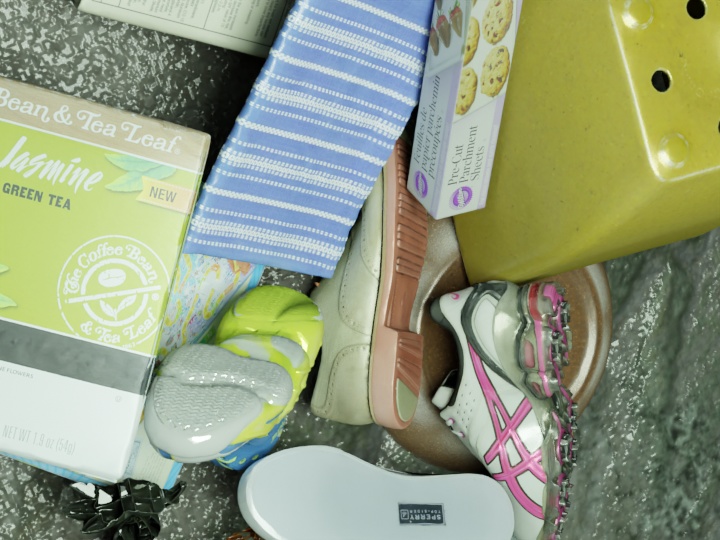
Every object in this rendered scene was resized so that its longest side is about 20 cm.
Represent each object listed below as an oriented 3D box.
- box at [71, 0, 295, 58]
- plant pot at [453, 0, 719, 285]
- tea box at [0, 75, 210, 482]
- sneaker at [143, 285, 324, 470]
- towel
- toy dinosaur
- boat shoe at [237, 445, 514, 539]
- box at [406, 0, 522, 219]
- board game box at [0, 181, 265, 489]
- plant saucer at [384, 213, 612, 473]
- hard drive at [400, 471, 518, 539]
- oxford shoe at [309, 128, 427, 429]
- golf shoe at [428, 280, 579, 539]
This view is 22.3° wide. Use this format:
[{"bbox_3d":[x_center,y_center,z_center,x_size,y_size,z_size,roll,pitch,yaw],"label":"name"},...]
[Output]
[{"bbox_3d":[-0.071,-0.185,1.099,0.199,0.078,0.095,13,110,-26],"label":"box"},{"bbox_3d":[0.169,-0.110,1.144,0.193,0.200,0.197,-15,89,-22],"label":"plant pot"},{"bbox_3d":[-0.205,-0.006,1.018,0.199,0.134,0.198,14,88,-9],"label":"tea box"},{"bbox_3d":[-0.075,0.088,1.076,0.075,0.200,0.106,21,116,13],"label":"sneaker"},{"bbox_3d":[-0.018,-0.089,1.085,0.144,0.024,0.201,10,111,-54],"label":"towel"},{"bbox_3d":[-0.136,0.193,1.127,0.102,0.136,0.200,35,60,20],"label":"toy dinosaur"},{"bbox_3d":[0.002,0.157,1.155,0.199,0.065,0.074,15,68,-31],"label":"boat shoe"},{"bbox_3d":[0.065,-0.126,1.095,0.041,0.039,0.201,-13,130,-28],"label":"box"},{"bbox_3d":[-0.146,0.033,1.131,0.134,0.034,0.201,24,87,-25],"label":"board game box"},{"bbox_3d":[0.094,0.043,1.241,0.199,0.037,0.202,-4,99,-23],"label":"plant saucer"},{"bbox_3d":[0.050,0.239,1.249,0.139,0.033,0.201,6,94,-25],"label":"hard drive"},{"bbox_3d":[0.000,0.000,1.174,0.071,0.073,0.201,34,58,-65],"label":"oxford shoe"},{"bbox_3d":[0.095,0.093,1.197,0.091,0.073,0.201,1,119,16],"label":"golf shoe"}]
